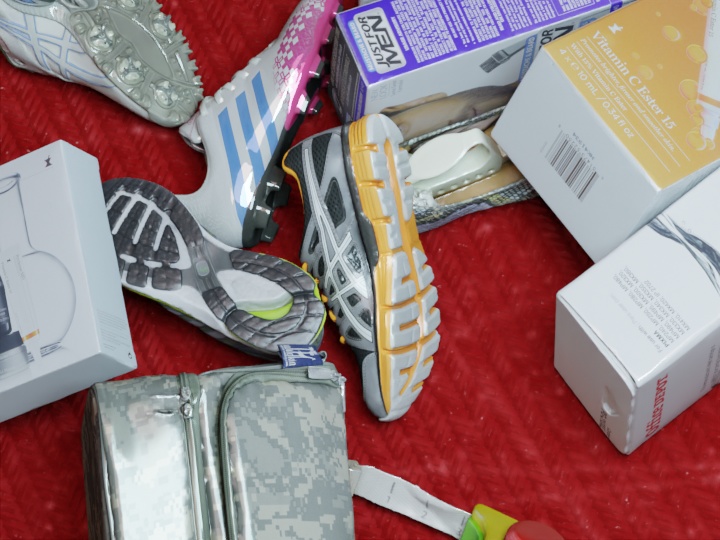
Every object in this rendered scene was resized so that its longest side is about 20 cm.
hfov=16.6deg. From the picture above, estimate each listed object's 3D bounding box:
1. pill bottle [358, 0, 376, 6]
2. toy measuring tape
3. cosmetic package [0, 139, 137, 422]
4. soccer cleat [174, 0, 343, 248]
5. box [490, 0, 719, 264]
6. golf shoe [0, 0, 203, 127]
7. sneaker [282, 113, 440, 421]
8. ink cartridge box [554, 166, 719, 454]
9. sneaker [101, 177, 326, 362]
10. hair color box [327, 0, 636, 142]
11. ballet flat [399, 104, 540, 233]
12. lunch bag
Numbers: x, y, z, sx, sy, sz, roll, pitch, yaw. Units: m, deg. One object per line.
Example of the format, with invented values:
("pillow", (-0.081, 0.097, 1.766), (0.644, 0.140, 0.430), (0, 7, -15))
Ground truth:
("pill bottle", (0.037, -0.271, 1.718), (0.108, 0.109, 0.202), (-1, 69, 3))
("toy measuring tape", (0.068, 0.180, 1.568), (0.199, 0.074, 0.074), (24, 73, 9))
("cosmetic package", (-0.253, 0.022, 1.620), (0.199, 0.052, 0.152), (-22, 66, 20))
("soccer cleat", (-0.074, -0.113, 1.687), (0.086, 0.070, 0.201), (18, 72, 9))
("box", (0.207, -0.107, 1.616), (0.199, 0.098, 0.125), (-28, 71, -34))
("golf shoe", (-0.200, -0.164, 1.717), (0.200, 0.097, 0.078), (42, 48, -8))
("sneaker", (0.000, 0.000, 1.626), (0.077, 0.078, 0.202), (-6, 94, 24))
("ink cartridge box", (0.223, 0.011, 1.585), (0.200, 0.145, 0.084), (-37, 71, -10))
("sneaker", (-0.108, 0.009, 1.640), (0.199, 0.081, 0.074), (32, 74, 19))
("hair color box", (0.081, -0.152, 1.661), (0.199, 0.109, 0.065), (-18, 69, -11))
("ballet flat", (0.096, -0.081, 1.667), (0.199, 0.072, 0.072), (-22, 70, -5))
("lunch bag", (-0.084, 0.155, 1.550), (0.166, 0.139, 0.202), (-4, 77, -12))
